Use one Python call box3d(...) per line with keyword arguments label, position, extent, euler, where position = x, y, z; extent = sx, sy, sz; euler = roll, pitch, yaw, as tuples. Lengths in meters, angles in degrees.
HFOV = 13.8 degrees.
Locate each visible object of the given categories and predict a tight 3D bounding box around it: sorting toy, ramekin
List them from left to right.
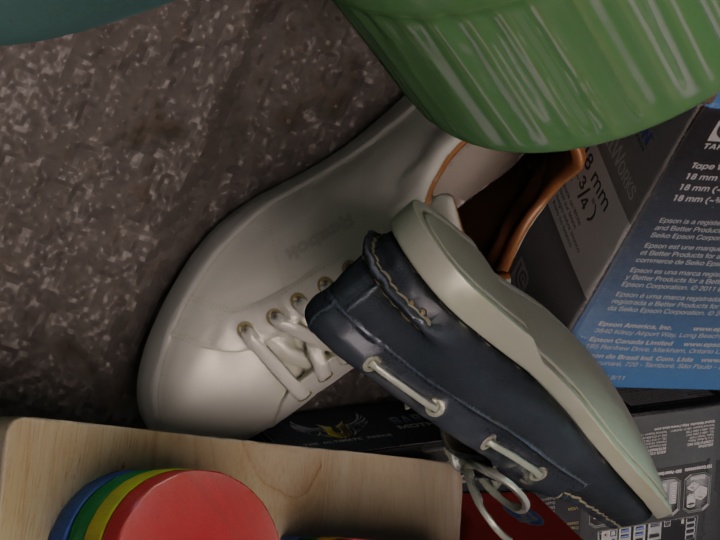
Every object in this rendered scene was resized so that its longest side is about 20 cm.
box3d(label="sorting toy", position=(-0.038, 0.160, 1.044), extent=(0.198, 0.069, 0.201), euler=(8, 82, -34))
box3d(label="ramekin", position=(0.075, -0.135, 1.031), extent=(0.200, 0.200, 0.098), euler=(-39, 127, -6))

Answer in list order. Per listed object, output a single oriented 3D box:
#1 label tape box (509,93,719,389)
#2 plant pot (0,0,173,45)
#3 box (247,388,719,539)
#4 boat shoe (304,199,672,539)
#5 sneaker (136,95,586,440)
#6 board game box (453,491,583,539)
box3d(label="label tape box", position=(0.158, -0.039, 1.125), extent=(0.144, 0.063, 0.200), euler=(2, 138, -25))
box3d(label="plant pot", position=(-0.109, -0.165, 0.943), extent=(0.160, 0.201, 0.201), euler=(-28, 118, 1))
box3d(label="box", position=(0.051, 0.128, 1.197), extent=(0.199, 0.051, 0.158), euler=(-7, 110, -22))
box3d(label="boat shoe", position=(0.050, 0.048, 1.074), extent=(0.062, 0.075, 0.200), euler=(-37, 142, 10))
box3d(label="sneaker", position=(0.000, 0.000, 1.109), extent=(0.200, 0.085, 0.073), euler=(-45, 122, -1))
box3d(label="board game box", position=(0.075, 0.190, 1.086), extent=(0.040, 0.200, 0.154), euler=(2, 108, -24))
